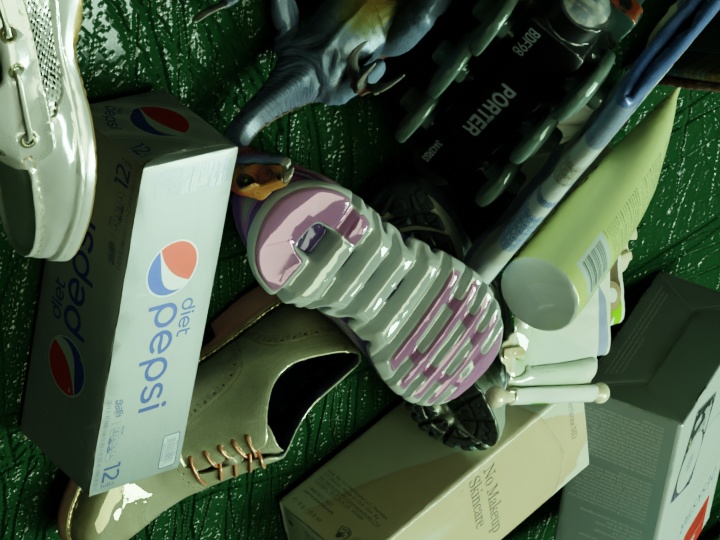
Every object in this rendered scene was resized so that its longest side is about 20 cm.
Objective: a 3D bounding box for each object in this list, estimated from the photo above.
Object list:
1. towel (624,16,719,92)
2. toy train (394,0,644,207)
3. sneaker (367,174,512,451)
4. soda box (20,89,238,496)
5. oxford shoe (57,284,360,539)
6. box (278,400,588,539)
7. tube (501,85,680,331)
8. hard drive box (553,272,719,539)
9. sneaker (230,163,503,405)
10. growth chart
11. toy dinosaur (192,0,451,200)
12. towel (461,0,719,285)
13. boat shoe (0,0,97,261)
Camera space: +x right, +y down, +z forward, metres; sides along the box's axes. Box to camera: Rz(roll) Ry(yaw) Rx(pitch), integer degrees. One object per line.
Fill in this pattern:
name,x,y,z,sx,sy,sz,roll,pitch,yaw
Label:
towel,0.286,-0.152,1.449,0.199,0.146,0.022,-28,115,-32
toy train,0.090,-0.117,1.234,0.114,0.085,0.200,-56,-176,-31
sneaker,0.048,0.013,1.386,0.087,0.077,0.201,-63,148,-41
soda box,-0.121,0.012,1.175,0.063,0.068,0.201,-15,129,-40
oxford shoe,-0.085,0.090,1.276,0.200,0.074,0.071,-46,144,-11
box,0.051,0.136,1.468,0.200,0.078,0.095,-38,142,-21
tube,0.148,-0.036,1.385,0.052,0.058,0.200,55,44,-12
hard drive box,0.202,0.129,1.598,0.156,0.076,0.201,-48,152,-47
sneaker,0.000,0.000,1.268,0.081,0.088,0.200,-50,128,1
growth chart,0.129,-0.011,1.412,0.144,0.018,0.202,11,81,-51
toy dinosaur,0.000,-0.111,1.194,0.182,0.105,0.200,-51,152,14
towel,0.129,-0.077,1.274,0.147,0.024,0.200,-49,177,-40
boat shoe,-0.167,-0.088,1.045,0.069,0.071,0.201,-22,128,-31
